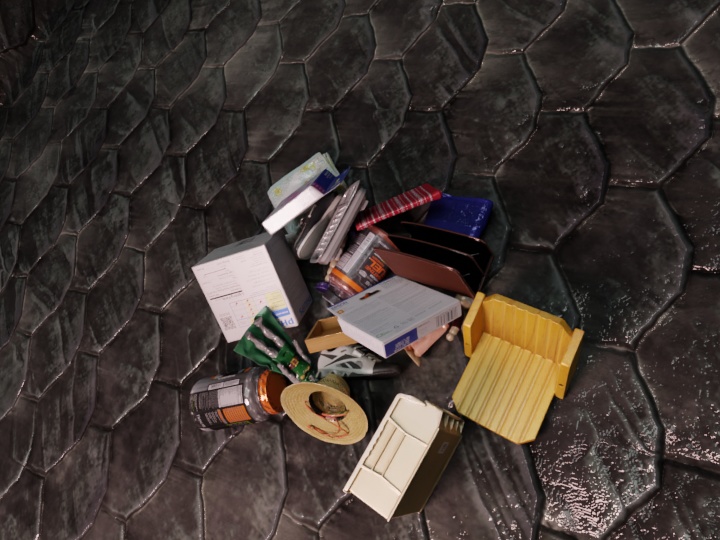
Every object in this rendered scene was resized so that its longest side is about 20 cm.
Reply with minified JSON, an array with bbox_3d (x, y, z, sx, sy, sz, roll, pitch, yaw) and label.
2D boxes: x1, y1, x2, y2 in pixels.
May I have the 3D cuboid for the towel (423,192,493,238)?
[{"bbox_3d":[0.198,-0.072,1.141,0.147,0.049,0.201,16,77,36],"label":"towel"}]

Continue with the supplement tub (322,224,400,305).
[{"bbox_3d":[0.000,0.000,1.164,0.107,0.107,0.201,34,85,31],"label":"supplement tub"}]

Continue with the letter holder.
[{"bbox_3d":[0.144,-0.037,1.036,0.199,0.142,0.101,17,76,36],"label":"letter holder"}]

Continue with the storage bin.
[{"bbox_3d":[0.091,0.332,0.930,0.093,0.200,0.200,27,82,29],"label":"storage bin"}]

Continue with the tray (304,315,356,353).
[{"bbox_3d":[-0.014,0.125,1.128,0.198,0.099,0.037,-14,108,19],"label":"tray"}]

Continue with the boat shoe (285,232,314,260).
[{"bbox_3d":[-0.172,-0.058,1.274,0.198,0.070,0.072,-6,93,16],"label":"boat shoe"}]

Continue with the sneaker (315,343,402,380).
[{"bbox_3d":[-0.005,0.191,1.107,0.198,0.074,0.089,-3,70,23],"label":"sneaker"}]

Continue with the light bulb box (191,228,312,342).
[{"bbox_3d":[-0.246,0.035,1.197,0.197,0.125,0.201,-15,109,18],"label":"light bulb box"}]

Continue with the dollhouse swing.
[{"bbox_3d":[0.267,0.181,0.939,0.199,0.182,0.176,23,60,30],"label":"dollhouse swing"}]

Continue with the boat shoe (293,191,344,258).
[{"bbox_3d":[-0.110,-0.115,1.230,0.060,0.076,0.201,26,57,13],"label":"boat shoe"}]

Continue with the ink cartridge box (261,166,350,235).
[{"bbox_3d":[-0.121,-0.178,1.190,0.199,0.043,0.197,-35,14,17],"label":"ink cartridge box"}]

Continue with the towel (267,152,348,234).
[{"bbox_3d":[-0.135,-0.200,1.344,0.199,0.048,0.172,-35,58,8],"label":"towel"}]

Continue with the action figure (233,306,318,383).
[{"bbox_3d":[-0.166,0.186,1.131,0.055,0.200,0.119,-11,40,55],"label":"action figure"}]

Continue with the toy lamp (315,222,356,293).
[{"bbox_3d":[-0.053,-0.044,1.236,0.058,0.058,0.202,9,73,27],"label":"toy lamp"}]

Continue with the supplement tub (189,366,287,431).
[{"bbox_3d":[-0.272,0.288,1.162,0.198,0.123,0.124,-14,64,18],"label":"supplement tub"}]

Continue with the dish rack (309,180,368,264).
[{"bbox_3d":[-0.045,-0.097,1.151,0.043,0.172,0.201,29,86,-12],"label":"dish rack"}]

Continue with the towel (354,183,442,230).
[{"bbox_3d":[0.081,-0.143,1.156,0.199,0.145,0.023,-23,105,3],"label":"towel"}]

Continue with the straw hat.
[{"bbox_3d":[-0.062,0.265,1.067,0.199,0.202,0.085,-2,38,24],"label":"straw hat"}]

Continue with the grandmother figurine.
[{"bbox_3d":[0.169,0.101,1.075,0.200,0.061,0.121,-42,50,1],"label":"grandmother figurine"}]

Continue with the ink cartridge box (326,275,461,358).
[{"bbox_3d":[0.064,0.085,1.036,0.199,0.041,0.199,-24,28,-27],"label":"ink cartridge box"}]
